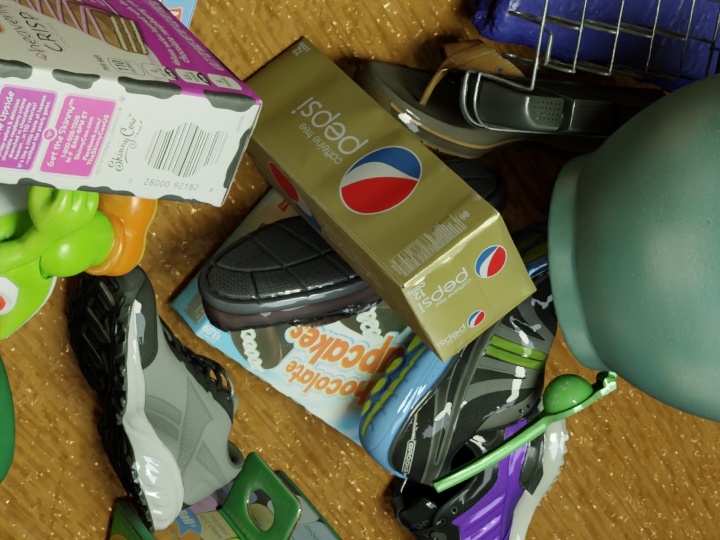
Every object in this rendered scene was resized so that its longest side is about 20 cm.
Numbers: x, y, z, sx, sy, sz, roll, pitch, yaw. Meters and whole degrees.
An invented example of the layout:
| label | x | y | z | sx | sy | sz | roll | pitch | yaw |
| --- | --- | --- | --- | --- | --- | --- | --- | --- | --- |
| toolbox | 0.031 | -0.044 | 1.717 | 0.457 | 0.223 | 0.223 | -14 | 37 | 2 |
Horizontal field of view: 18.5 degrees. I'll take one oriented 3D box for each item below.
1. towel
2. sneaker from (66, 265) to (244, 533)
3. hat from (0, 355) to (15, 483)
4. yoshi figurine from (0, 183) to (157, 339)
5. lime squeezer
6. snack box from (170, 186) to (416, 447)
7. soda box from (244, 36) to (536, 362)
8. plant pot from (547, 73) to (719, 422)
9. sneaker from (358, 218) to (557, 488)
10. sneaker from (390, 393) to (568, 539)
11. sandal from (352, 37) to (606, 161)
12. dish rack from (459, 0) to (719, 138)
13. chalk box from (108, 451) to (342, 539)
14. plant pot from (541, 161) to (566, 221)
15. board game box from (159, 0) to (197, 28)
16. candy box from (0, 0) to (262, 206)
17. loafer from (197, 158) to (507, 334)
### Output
| label | x | y | z | sx | sy | sz | roll | pitch | yaw |
| --- | --- | --- | --- | --- | --- | --- | --- | --- | --- |
| towel | 0.161 | -0.187 | 1.290 | 0.200 | 0.050 | 0.148 | 9 | 109 | -39 |
| sneaker | -0.113 | 0.062 | 1.259 | 0.079 | 0.074 | 0.200 | -25 | 139 | -15 |
| hat | -0.191 | 0.091 | 1.115 | 0.166 | 0.176 | 0.200 | -38 | 149 | -37 |
| yoshi figurine | -0.191 | -0.035 | 1.070 | 0.112 | 0.112 | 0.200 | -39 | 168 | 32 |
| lime squeezer | 0.118 | 0.054 | 1.277 | 0.071 | 0.038 | 0.200 | 26 | 95 | -27 |
| snack box | -0.010 | 0.027 | 1.330 | 0.116 | 0.037 | 0.200 | -49 | 136 | 3 |
| soda box | 0.006 | -0.040 | 1.173 | 0.064 | 0.200 | 0.068 | -37 | 136 | -6 |
| plant pot | 0.181 | -0.009 | 1.186 | 0.200 | 0.134 | 0.200 | -4 | 90 | -65 |
| sneaker | 0.084 | 0.047 | 1.325 | 0.083 | 0.071 | 0.200 | 40 | 93 | -16 |
| sneaker | 0.061 | 0.168 | 1.476 | 0.099 | 0.070 | 0.200 | 1 | 117 | -29 |
| sandal | 0.077 | -0.101 | 1.264 | 0.200 | 0.082 | 0.055 | 5 | 119 | -39 |
| dish rack | 0.143 | -0.167 | 1.214 | 0.153 | 0.055 | 0.200 | 1 | 105 | -39 |
| chalk box | -0.080 | 0.209 | 1.358 | 0.124 | 0.125 | 0.200 | -8 | 125 | -32 |
| plant pot | 0.228 | -0.005 | 1.383 | 0.196 | 0.200 | 0.200 | 18 | 110 | -34 |
| board game box | -0.172 | -0.141 | 1.085 | 0.200 | 0.037 | 0.151 | 1 | 121 | -35 |
| candy box | -0.164 | -0.094 | 1.003 | 0.200 | 0.136 | 0.061 | 4 | 118 | -38 |
| loafer | 0.000 | 0.000 | 1.244 | 0.200 | 0.072 | 0.063 | -24 | 134 | -28 |
